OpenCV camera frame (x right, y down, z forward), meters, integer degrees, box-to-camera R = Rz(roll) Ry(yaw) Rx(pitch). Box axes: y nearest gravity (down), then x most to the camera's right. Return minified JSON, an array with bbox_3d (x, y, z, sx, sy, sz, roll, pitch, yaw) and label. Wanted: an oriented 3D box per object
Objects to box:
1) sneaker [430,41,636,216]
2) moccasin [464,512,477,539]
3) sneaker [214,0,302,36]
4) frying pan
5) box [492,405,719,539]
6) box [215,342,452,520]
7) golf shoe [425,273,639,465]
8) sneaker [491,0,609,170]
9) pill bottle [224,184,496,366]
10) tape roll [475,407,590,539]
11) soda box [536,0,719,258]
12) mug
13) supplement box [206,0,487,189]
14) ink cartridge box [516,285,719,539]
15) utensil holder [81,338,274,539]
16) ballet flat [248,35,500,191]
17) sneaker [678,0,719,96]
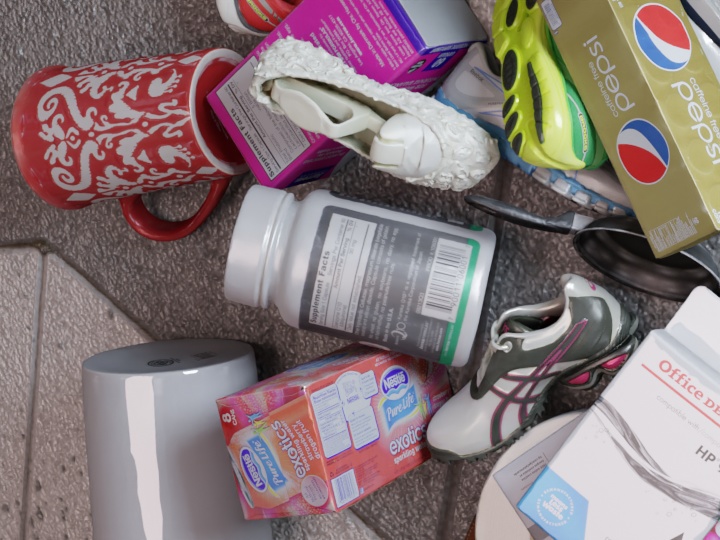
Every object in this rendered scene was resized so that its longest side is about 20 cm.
[{"bbox_3d":[0.146,-0.109,1.065,0.199,0.075,0.087,32,99,16],"label":"sneaker"},{"bbox_3d":[0.092,0.293,1.183,0.073,0.078,0.202,28,111,26],"label":"moccasin"},{"bbox_3d":[-0.082,-0.298,1.178,0.084,0.077,0.201,-1,111,28],"label":"sneaker"},{"bbox_3d":[0.179,-0.018,1.046,0.189,0.115,0.031,17,73,26],"label":"frying pan"},{"bbox_3d":[0.216,0.192,1.043,0.156,0.041,0.201,-36,79,17],"label":"box"},{"bbox_3d":[-0.013,0.120,1.141,0.094,0.200,0.103,-11,95,34],"label":"box"},{"bbox_3d":[0.119,0.074,1.096,0.200,0.077,0.088,-36,116,21],"label":"golf shoe"},{"bbox_3d":[0.146,-0.157,1.029,0.074,0.083,0.201,-29,50,49],"label":"sneaker"},{"bbox_3d":[0.000,0.000,1.117,0.199,0.113,0.114,14,110,4],"label":"pill bottle"},{"bbox_3d":[0.188,0.208,1.096,0.202,0.037,0.204,0,90,21],"label":"tape roll"},{"bbox_3d":[0.200,-0.115,0.960,0.064,0.067,0.201,-31,82,55],"label":"soda box"},{"bbox_3d":[-0.179,-0.121,1.259,0.199,0.177,0.134,-5,64,34],"label":"mug"},{"bbox_3d":[-0.013,-0.163,1.137,0.200,0.101,0.104,-37,80,34],"label":"supplement box"},{"bbox_3d":[0.217,0.121,0.986,0.116,0.068,0.200,38,101,16],"label":"ink cartridge box"},{"bbox_3d":[-0.167,0.174,1.277,0.169,0.170,0.201,1,100,33],"label":"utensil holder"},{"bbox_3d":[0.003,-0.106,1.046,0.199,0.072,0.072,26,115,11],"label":"ballet flat"},{"bbox_3d":[0.264,-0.120,0.989,0.080,0.076,0.201,-42,71,42],"label":"sneaker"}]
